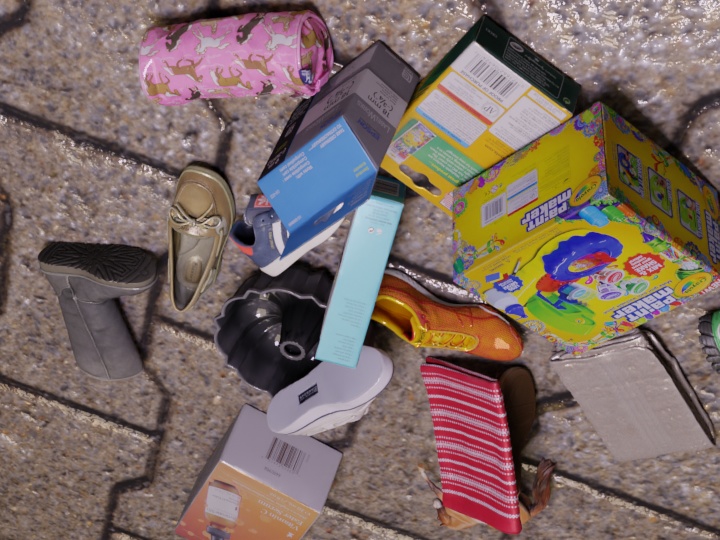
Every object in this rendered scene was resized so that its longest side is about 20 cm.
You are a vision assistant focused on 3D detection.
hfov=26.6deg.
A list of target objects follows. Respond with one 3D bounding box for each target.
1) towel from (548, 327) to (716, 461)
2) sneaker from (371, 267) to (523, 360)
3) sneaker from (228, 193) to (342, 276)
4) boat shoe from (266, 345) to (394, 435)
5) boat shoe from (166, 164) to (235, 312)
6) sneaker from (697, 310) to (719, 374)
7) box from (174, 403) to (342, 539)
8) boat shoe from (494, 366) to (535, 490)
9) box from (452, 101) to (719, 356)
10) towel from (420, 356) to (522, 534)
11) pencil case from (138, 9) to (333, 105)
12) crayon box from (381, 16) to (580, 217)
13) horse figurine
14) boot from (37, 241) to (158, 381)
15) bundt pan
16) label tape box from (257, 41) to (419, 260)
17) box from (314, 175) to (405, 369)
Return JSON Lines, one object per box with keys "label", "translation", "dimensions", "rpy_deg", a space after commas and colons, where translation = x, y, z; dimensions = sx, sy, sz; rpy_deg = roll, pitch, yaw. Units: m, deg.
{"label": "towel", "translation": [0.318, 0.147, 1.782], "dimensions": [0.132, 0.034, 0.200], "rpy_deg": [-14, 127, 33]}
{"label": "sneaker", "translation": [0.091, 0.068, 1.764], "dimensions": [0.200, 0.077, 0.073], "rpy_deg": [19, 134, 1]}
{"label": "sneaker", "translation": [-0.078, -0.067, 1.701], "dimensions": [0.084, 0.075, 0.200], "rpy_deg": [36, 133, -16]}
{"label": "boat shoe", "translation": [-0.022, 0.148, 1.792], "dimensions": [0.070, 0.071, 0.200], "rpy_deg": [20, 140, -39]}
{"label": "boat shoe", "translation": [-0.194, -0.036, 1.783], "dimensions": [0.073, 0.063, 0.201], "rpy_deg": [19, 136, 2]}
{"label": "sneaker", "translation": [0.455, 0.116, 1.667], "dimensions": [0.085, 0.078, 0.200], "rpy_deg": [-25, 119, 36]}
{"label": "box", "translation": [-0.139, 0.301, 2.053], "dimensions": [0.152, 0.106, 0.200], "rpy_deg": [27, 135, -6]}
{"label": "boat shoe", "translation": [0.161, 0.200, 1.858], "dimensions": [0.072, 0.072, 0.200], "rpy_deg": [30, 128, 41]}
{"label": "box", "translation": [0.230, -0.036, 1.540], "dimensions": [0.193, 0.122, 0.200], "rpy_deg": [30, 135, -33]}
{"label": "towel", "translation": [0.132, 0.211, 1.825], "dimensions": [0.145, 0.022, 0.200], "rpy_deg": [15, 120, 53]}
{"label": "pencil case", "translation": [-0.131, -0.218, 1.574], "dimensions": [0.200, 0.087, 0.083], "rpy_deg": [-1, 163, 22]}
{"label": "crayon box", "translation": [0.113, -0.153, 1.561], "dimensions": [0.126, 0.052, 0.200], "rpy_deg": [35, 134, -13]}
{"label": "horse figurine", "translation": [0.165, 0.291, 1.967], "dimensions": [0.200, 0.050, 0.133], "rpy_deg": [-7, 122, 30]}
{"label": "boot", "translation": [-0.311, 0.061, 1.916], "dimensions": [0.182, 0.073, 0.200], "rpy_deg": [12, 130, 30]}
{"label": "bundt pan", "translation": [-0.071, 0.072, 1.828], "dimensions": [0.202, 0.076, 0.202], "rpy_deg": [11, 134, 12]}
{"label": "label tape box", "translation": [-0.031, -0.123, 1.538], "dimensions": [0.063, 0.200, 0.144], "rpy_deg": [41, 133, -18]}
{"label": "box", "translation": [0.000, 0.000, 1.672], "dimensions": [0.049, 0.082, 0.200], "rpy_deg": [15, 111, -2]}
